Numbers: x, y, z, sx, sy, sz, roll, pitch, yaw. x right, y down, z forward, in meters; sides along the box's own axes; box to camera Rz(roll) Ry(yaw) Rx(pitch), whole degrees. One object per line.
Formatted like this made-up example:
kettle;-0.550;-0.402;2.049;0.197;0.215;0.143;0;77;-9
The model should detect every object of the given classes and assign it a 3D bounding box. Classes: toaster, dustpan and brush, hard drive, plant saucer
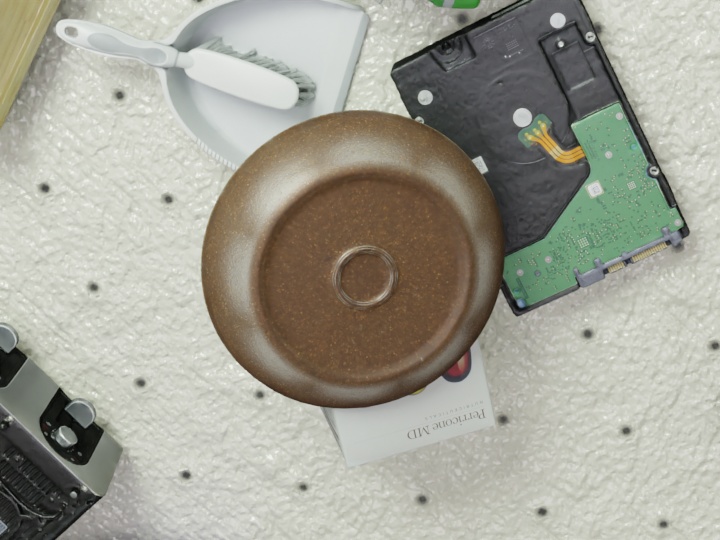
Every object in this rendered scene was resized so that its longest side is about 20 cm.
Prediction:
toaster;-0.302;0.146;1.139;0.200;0.119;0.181;-42;99;17
dustpan and brush;-0.109;-0.142;1.050;0.199;0.057;0.140;18;110;0
hard drive;0.126;-0.084;1.058;0.139;0.038;0.200;-26;104;14
plant saucer;0.000;0.000;0.966;0.200;0.037;0.201;-3;107;-11

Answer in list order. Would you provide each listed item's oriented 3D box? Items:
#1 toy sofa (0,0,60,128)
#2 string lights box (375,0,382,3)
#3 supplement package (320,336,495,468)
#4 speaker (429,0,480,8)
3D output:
toy sofa;-0.253;-0.193;1.046;0.083;0.098;0.200;20;111;-26
string lights box;0.043;-0.271;0.931;0.103;0.059;0.200;41;75;6
supplement package;0.012;0.014;1.050;0.113;0.110;0.201;-16;109;-6
speaker;-0.009;-0.234;0.991;0.199;0.088;0.089;17;110;0
